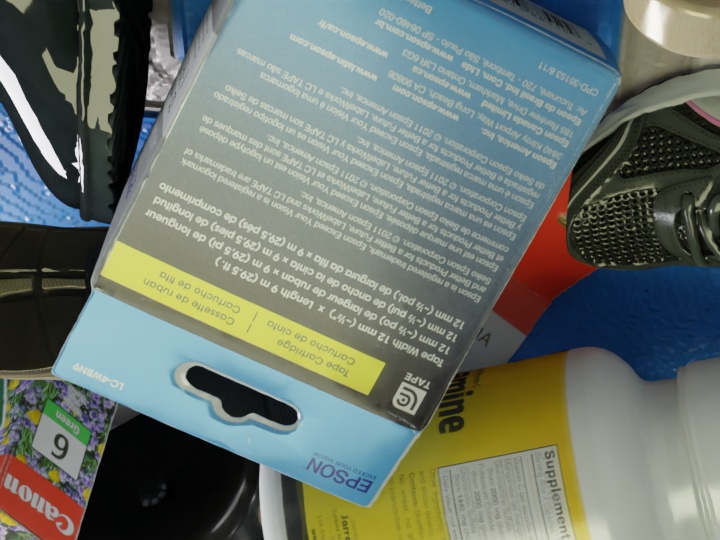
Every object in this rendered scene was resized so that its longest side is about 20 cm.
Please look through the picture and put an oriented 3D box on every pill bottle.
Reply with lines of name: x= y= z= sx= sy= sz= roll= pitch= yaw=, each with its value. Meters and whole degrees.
pill bottle: x=-0.063 y=0.169 z=0.984 sx=0.111 sy=0.112 sz=0.201 roll=-10 pitch=131 yaw=22
pill bottle: x=0.066 y=0.095 z=0.824 sx=0.198 sy=0.113 sz=0.112 roll=-13 pitch=132 yaw=12

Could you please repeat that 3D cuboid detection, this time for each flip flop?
flip flop: x=-0.091 y=0.022 z=0.814 sx=0.198 sy=0.082 sz=0.058 roll=6 pitch=174 yaw=4

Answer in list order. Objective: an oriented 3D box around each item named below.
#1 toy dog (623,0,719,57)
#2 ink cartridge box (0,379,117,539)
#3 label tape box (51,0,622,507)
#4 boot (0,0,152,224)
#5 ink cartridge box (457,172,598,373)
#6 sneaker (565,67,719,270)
toy dog: x=0.066 y=-0.159 z=0.657 sx=0.199 sy=0.097 sz=0.132 roll=36 pitch=137 yaw=-2
ink cartridge box: x=-0.172 y=0.105 z=0.879 sx=0.109 sy=0.201 sz=0.050 roll=-27 pitch=125 yaw=34
label tape box: x=-0.013 y=-0.027 z=0.753 sx=0.142 sy=0.066 sz=0.201 roll=24 pitch=110 yaw=-13
boot: x=-0.166 y=-0.112 z=0.746 sx=0.167 sy=0.077 sz=0.201 roll=7 pitch=132 yaw=4
ink cartridge box: x=0.000 y=0.000 z=0.845 sx=0.162 sy=0.057 sz=0.200 roll=35 pitch=136 yaw=-21
sneaker: x=0.169 y=-0.028 z=0.747 sx=0.198 sy=0.087 sz=0.081 roll=-12 pitch=129 yaw=23
